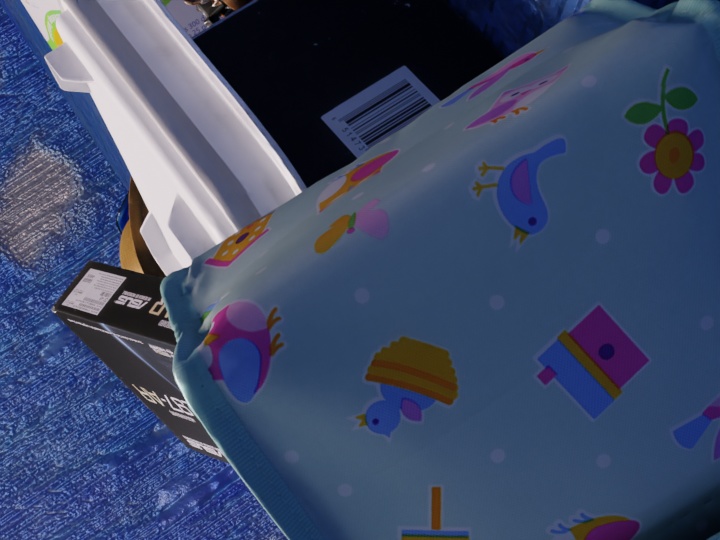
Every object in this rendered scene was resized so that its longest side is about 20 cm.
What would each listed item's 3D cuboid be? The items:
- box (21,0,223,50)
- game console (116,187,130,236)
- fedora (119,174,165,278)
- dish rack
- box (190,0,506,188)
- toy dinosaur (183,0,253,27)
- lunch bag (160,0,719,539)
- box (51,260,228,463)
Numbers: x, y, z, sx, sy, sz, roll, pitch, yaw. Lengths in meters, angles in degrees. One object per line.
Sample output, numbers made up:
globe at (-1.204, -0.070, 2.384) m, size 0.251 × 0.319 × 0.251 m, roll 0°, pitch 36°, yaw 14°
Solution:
box at (-0.140, -0.176, 0.870) m, size 0.101 × 0.112 × 0.200 m, roll 60°, pitch 169°, yaw -21°
game console at (-0.246, -0.119, 1.575) m, size 0.171 × 0.118 × 0.200 m, roll 54°, pitch 170°, yaw 13°
fedora at (-0.108, -0.014, 1.037) m, size 0.201 × 0.082 × 0.201 m, roll 31°, pitch -132°, yaw -41°
dish rack at (-0.057, -0.016, 0.571) m, size 0.172 × 0.044 × 0.200 m, roll 50°, pitch 168°, yaw 31°
box at (0.032, -0.003, 0.606) m, size 0.200 × 0.104 × 0.182 m, roll 50°, pitch 167°, yaw 35°
toy dinosaur at (-0.075, -0.166, 0.660) m, size 0.200 × 0.102 × 0.136 m, roll 34°, pitch -175°, yaw 6°
lunch bag at (0.064, 0.049, 0.413) m, size 0.200 × 0.170 × 0.122 m, roll 58°, pitch 178°, yaw -14°
box at (-0.080, 0.072, 0.904) m, size 0.200 × 0.044 × 0.160 m, roll 13°, pitch 149°, yaw 45°
